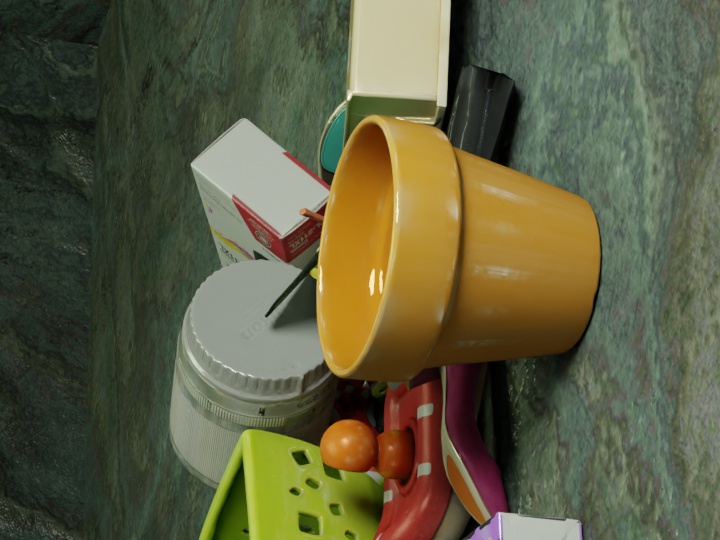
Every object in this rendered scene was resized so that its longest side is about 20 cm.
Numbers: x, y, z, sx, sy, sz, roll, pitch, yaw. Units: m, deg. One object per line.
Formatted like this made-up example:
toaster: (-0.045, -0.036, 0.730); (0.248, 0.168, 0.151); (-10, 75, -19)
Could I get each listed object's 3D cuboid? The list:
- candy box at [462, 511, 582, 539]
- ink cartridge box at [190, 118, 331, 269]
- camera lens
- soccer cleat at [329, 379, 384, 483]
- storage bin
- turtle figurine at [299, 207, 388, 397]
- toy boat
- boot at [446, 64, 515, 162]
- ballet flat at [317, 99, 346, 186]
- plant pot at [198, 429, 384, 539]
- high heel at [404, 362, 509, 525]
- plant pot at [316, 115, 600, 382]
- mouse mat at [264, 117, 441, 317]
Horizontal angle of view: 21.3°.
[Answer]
candy box: (0.103, 0.296, 1.472); (0.200, 0.071, 0.169); (129, 144, -61)
ink cartridge box: (-0.090, -0.042, 2.036); (0.145, 0.083, 0.201); (38, 159, 27)
camera lens: (-0.102, 0.109, 1.847); (0.201, 0.158, 0.161); (102, 166, -48)
soccer cleat: (-0.011, 0.168, 1.941); (0.200, 0.068, 0.086); (-121, 45, -58)
storage bin: (0.034, -0.219, 1.837); (0.199, 0.093, 0.202); (97, 175, -74)
turtle figurine: (-0.018, 0.040, 1.902); (0.201, 0.064, 0.162); (65, 179, -50)
toy boat: (0.027, 0.164, 1.688); (0.131, 0.129, 0.202); (129, 145, -62)
boot: (0.083, -0.084, 1.721); (0.165, 0.065, 0.202); (-153, 71, -72)
ballet flat: (-0.015, -0.109, 2.092); (0.070, 0.069, 0.202); (-108, 29, -56)
plant pot: (-0.043, 0.289, 1.786); (0.201, 0.180, 0.200); (113, 158, -44)
high heel: (0.106, 0.126, 1.613); (0.068, 0.095, 0.201); (89, 158, -54)
plant pot: (0.080, -0.007, 1.486); (0.200, 0.181, 0.203); (-173, 90, -73)
mouse mat: (-0.007, -0.048, 1.737); (0.200, 0.008, 0.161); (-48, 0, 44)
